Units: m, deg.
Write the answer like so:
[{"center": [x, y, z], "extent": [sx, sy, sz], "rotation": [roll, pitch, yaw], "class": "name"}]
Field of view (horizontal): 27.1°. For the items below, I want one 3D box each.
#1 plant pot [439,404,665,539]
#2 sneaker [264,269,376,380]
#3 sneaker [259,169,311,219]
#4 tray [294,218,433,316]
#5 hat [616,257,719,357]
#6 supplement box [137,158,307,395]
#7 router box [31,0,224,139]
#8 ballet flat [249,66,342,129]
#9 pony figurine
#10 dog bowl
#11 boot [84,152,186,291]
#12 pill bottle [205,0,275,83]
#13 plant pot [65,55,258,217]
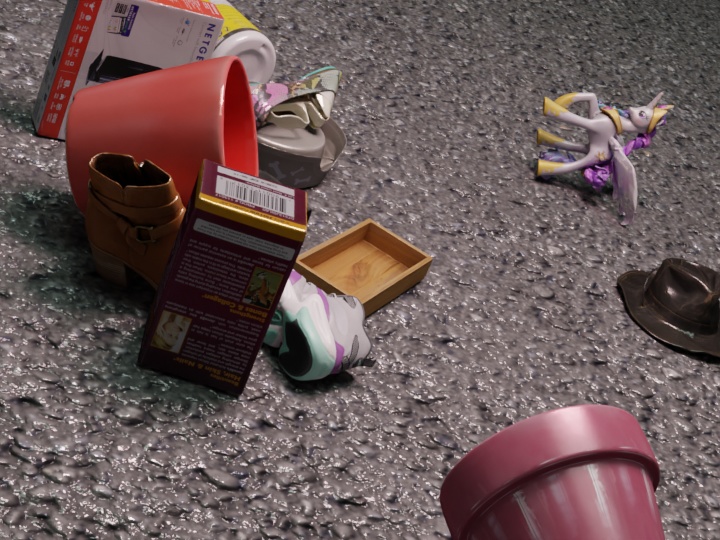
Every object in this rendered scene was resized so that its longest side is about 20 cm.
[{"center": [0.190, 0.247, 1.327], "extent": [0.199, 0.200, 0.180], "rotation": [6, 47, -32], "class": "plant pot"}, {"center": [-0.054, 0.041, 1.618], "extent": [0.139, 0.078, 0.200], "rotation": [0, 45, -43], "class": "sneaker"}, {"center": [-0.128, -0.071, 1.773], "extent": [0.104, 0.060, 0.200], "rotation": [32, 22, 12], "class": "sneaker"}, {"center": [0.000, 0.000, 1.772], "extent": [0.098, 0.037, 0.200], "rotation": [32, 27, 16], "class": "tray"}, {"center": [0.451, 0.034, 2.034], "extent": [0.200, 0.081, 0.201], "rotation": [20, 27, -11], "class": "hat"}, {"center": [-0.135, 0.008, 1.458], "extent": [0.110, 0.201, 0.086], "rotation": [18, 28, -12], "class": "supplement box"}, {"center": [-0.281, -0.244, 1.798], "extent": [0.179, 0.201, 0.049], "rotation": [9, 29, -28], "class": "router box"}, {"center": [-0.083, -0.217, 1.948], "extent": [0.200, 0.069, 0.071], "rotation": [-19, 67, -49], "class": "ballet flat"}, {"center": [0.371, -0.184, 2.284], "extent": [0.199, 0.194, 0.167], "rotation": [3, 25, -1], "class": "pony figurine"}, {"center": [-0.119, -0.179, 1.973], "extent": [0.199, 0.059, 0.200], "rotation": [20, 27, -11], "class": "dog bowl"}, {"center": [-0.186, -0.042, 1.517], "extent": [0.199, 0.156, 0.077], "rotation": [18, 46, 12], "class": "boot"}, {"center": [-0.216, -0.332, 2.114], "extent": [0.111, 0.112, 0.200], "rotation": [-2, 36, -42], "class": "pill bottle"}, {"center": [-0.212, -0.130, 1.604], "extent": [0.176, 0.201, 0.201], "rotation": [-2, 26, 6], "class": "plant pot"}]
